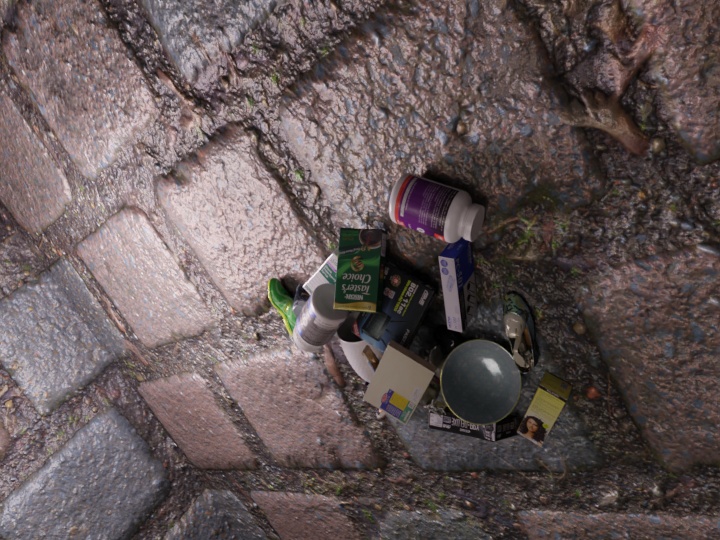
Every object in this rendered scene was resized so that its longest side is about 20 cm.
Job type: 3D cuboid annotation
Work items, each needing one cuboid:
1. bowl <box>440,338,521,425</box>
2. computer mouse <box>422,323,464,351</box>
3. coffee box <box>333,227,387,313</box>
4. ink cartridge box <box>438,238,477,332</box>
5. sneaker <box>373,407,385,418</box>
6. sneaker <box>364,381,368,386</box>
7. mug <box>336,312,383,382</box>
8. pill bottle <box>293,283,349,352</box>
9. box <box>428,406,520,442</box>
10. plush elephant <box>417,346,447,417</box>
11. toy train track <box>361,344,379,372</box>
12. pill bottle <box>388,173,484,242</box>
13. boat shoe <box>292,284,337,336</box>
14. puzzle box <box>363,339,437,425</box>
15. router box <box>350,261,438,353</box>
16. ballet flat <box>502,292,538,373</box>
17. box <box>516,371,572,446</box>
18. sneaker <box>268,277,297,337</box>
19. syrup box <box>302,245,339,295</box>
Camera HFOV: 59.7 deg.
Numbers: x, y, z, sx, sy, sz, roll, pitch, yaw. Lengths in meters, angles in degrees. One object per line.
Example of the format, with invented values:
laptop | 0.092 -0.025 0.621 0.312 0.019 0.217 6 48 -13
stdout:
bowl | 0.295 0.273 1.556 0.198 0.203 0.108 36 180 10
computer mouse | 0.183 0.156 1.632 0.196 0.034 0.060 27 137 22
coffee box | 0.000 0.000 1.552 0.119 0.044 0.208 4 85 22
ink cartridge box | 0.228 0.031 1.450 0.043 0.094 0.205 10 127 32
sneaker | 0.097 0.399 1.869 0.089 0.078 0.200 7 160 -14
sneaker | 0.103 0.307 1.776 0.196 0.088 0.076 -11 116 44
mug | 0.012 0.211 1.741 0.196 0.147 0.179 12 135 45
pill bottle | -0.110 0.133 1.686 0.113 0.114 0.201 41 140 4
box | 0.297 0.394 1.634 0.195 0.156 0.052 2 86 38
plush elephant | 0.172 0.270 1.627 0.197 0.157 0.166 20 158 42
toy train track | 0.036 0.248 1.620 0.032 0.116 0.202 23 156 34
pill bottle | 0.165 -0.131 1.360 0.195 0.112 0.115 22 134 25
boat shoe | -0.106 0.113 1.821 0.197 0.093 0.071 30 131 -25
puzzle box | 0.093 0.278 1.541 0.130 0.026 0.204 29 126 8
router box | 0.084 0.103 1.568 0.147 0.062 0.205 28 95 17
ballet flat | 0.367 0.152 1.447 0.073 0.074 0.205 -4 119 41
box | 0.450 0.344 1.542 0.074 0.050 0.204 27 135 20
sneaker | -0.213 0.105 1.912 0.082 0.074 0.204 -26 102 22
syrup box | -0.071 0.005 1.691 0.079 0.082 0.200 43 140 -3
